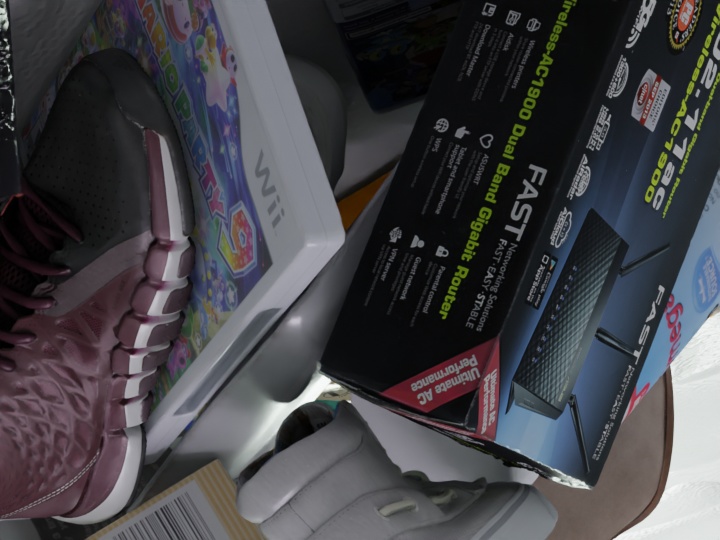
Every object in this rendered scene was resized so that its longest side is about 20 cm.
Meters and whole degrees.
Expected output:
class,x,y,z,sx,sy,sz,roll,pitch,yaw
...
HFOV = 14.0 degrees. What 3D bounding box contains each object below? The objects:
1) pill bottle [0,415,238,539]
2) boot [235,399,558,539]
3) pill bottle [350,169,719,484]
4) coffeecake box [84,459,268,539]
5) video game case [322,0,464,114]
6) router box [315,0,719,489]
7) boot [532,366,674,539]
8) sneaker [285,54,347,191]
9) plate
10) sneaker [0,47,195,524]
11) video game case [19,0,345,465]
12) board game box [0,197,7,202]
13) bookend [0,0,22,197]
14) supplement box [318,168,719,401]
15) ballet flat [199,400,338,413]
class,x,y,z,sx,sy,sz,roll,pitch,yaw
pill bottle,-0.141,0.132,1.275,0.200,0.114,0.114,-12,163,-48
boot,0.012,0.083,1.070,0.074,0.096,0.200,-40,177,9
pill bottle,0.086,0.007,1.221,0.200,0.109,0.109,-47,177,-31
coffeecake box,-0.088,0.170,1.169,0.153,0.073,0.200,-32,159,-5
video game case,0.082,-0.131,1.105,0.199,0.023,0.182,-20,161,3
router box,0.072,-0.030,1.057,0.062,0.201,0.150,21,177,24
boot,0.060,0.093,1.273,0.146,0.201,0.070,7,177,-40
sneaker,-0.045,-0.032,1.223,0.082,0.074,0.200,-55,177,-42
plate,0.000,0.000,1.130,0.200,0.032,0.200,-52,-178,-33
sneaker,-0.128,0.020,1.032,0.115,0.076,0.201,-12,129,-30
video game case,-0.070,-0.031,1.053,0.018,0.144,0.200,-9,159,-28
board game box,-0.206,0.032,1.182,0.199,0.035,0.126,-22,128,11
bookend,-0.208,-0.082,0.871,0.199,0.092,0.199,-13,159,-10
supplement box,0.061,0.008,1.387,0.126,0.074,0.200,-31,157,35
ballet flat,0.000,0.096,1.466,0.199,0.063,0.069,5,-174,31
